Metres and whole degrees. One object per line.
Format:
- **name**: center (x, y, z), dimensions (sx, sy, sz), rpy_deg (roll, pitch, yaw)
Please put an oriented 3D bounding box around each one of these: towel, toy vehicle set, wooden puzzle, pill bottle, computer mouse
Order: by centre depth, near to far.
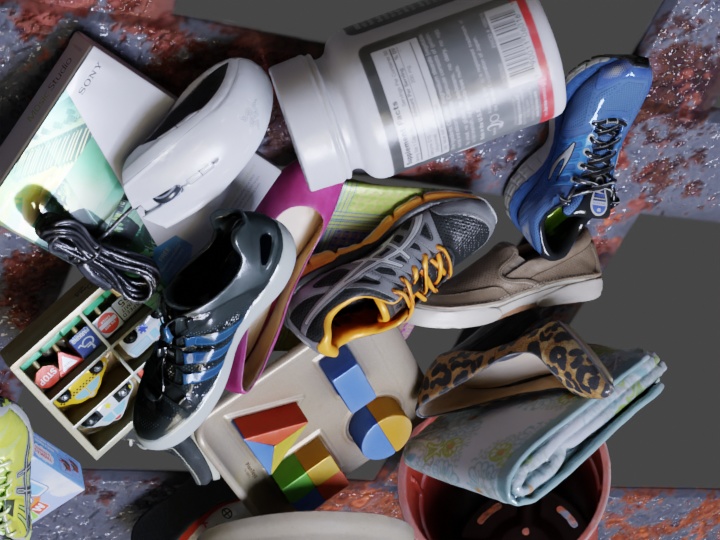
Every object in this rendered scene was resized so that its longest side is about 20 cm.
- **computer mouse**: center (-0.132, -0.069, 1.230), dimensions (0.200, 0.044, 0.110), rpy_deg (-48, 130, -3)
- **pill bottle**: center (0.041, -0.136, 1.256), dimensions (0.198, 0.114, 0.114), rpy_deg (-20, 139, -2)
- **toy vehicle set**: center (-0.173, 0.042, 1.356), dimensions (0.200, 0.026, 0.125), rpy_deg (-42, 130, -7)
- **towel**: center (0.000, 0.000, 1.455), dimensions (0.142, 0.023, 0.201), rpy_deg (3, 133, -25)
- **wooden puzzle**: center (-0.029, 0.133, 1.490), dimensions (0.199, 0.046, 0.186), rpy_deg (-38, 139, -7)
- **towel**: center (0.155, 0.130, 1.518), dimensions (0.199, 0.171, 0.048), rpy_deg (-34, 107, -23)

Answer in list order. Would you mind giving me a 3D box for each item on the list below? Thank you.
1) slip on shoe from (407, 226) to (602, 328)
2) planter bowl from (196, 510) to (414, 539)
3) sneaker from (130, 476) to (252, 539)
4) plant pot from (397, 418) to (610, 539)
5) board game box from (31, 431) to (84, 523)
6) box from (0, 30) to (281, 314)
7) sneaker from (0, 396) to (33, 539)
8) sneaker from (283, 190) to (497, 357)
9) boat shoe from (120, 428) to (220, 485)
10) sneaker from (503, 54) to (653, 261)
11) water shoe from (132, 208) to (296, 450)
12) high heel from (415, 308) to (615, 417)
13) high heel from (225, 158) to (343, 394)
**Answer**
- **slip on shoe**: center (0.120, 0.005, 1.468), dimensions (0.198, 0.076, 0.061), rpy_deg (-9, 105, -22)
- **planter bowl**: center (-0.047, 0.304, 1.527), dimensions (0.198, 0.136, 0.201), rpy_deg (-2, 159, -1)
- **sneaker**: center (-0.112, 0.219, 1.612), dimensions (0.201, 0.068, 0.108), rpy_deg (-36, 147, 9)
- **plant pot**: center (0.150, 0.240, 1.660), dimensions (0.199, 0.202, 0.196), rpy_deg (-21, 147, -1)
- **board game box**: center (-0.357, 0.175, 1.474), dimensions (0.151, 0.037, 0.200), rpy_deg (-33, 139, 11)
- **box**: center (-0.169, -0.064, 1.259), dimensions (0.199, 0.036, 0.145), rpy_deg (32, 95, -40)
- **sneaker**: center (-0.301, 0.183, 1.422), dimensions (0.075, 0.077, 0.201), rpy_deg (-12, 136, -11)
- **sneaker**: center (0.028, 0.007, 1.392), dimensions (0.199, 0.077, 0.079), rpy_deg (-30, 136, -6)
- **boat shoe**: center (-0.181, 0.118, 1.461), dimensions (0.067, 0.072, 0.201), rpy_deg (-32, 130, -1)
- **sneaker**: center (0.189, -0.088, 1.390), dimensions (0.078, 0.090, 0.201), rpy_deg (1, 134, -26)
- **water shoe**: center (-0.128, 0.039, 1.274), dimensions (0.079, 0.071, 0.201), rpy_deg (23, 102, -49)
- **high heel**: center (0.131, 0.105, 1.465), dimensions (0.142, 0.200, 0.071), rpy_deg (-43, 117, -4)
- **high heel**: center (-0.059, -0.001, 1.326), dimensions (0.200, 0.096, 0.067), rpy_deg (-50, 131, 1)
